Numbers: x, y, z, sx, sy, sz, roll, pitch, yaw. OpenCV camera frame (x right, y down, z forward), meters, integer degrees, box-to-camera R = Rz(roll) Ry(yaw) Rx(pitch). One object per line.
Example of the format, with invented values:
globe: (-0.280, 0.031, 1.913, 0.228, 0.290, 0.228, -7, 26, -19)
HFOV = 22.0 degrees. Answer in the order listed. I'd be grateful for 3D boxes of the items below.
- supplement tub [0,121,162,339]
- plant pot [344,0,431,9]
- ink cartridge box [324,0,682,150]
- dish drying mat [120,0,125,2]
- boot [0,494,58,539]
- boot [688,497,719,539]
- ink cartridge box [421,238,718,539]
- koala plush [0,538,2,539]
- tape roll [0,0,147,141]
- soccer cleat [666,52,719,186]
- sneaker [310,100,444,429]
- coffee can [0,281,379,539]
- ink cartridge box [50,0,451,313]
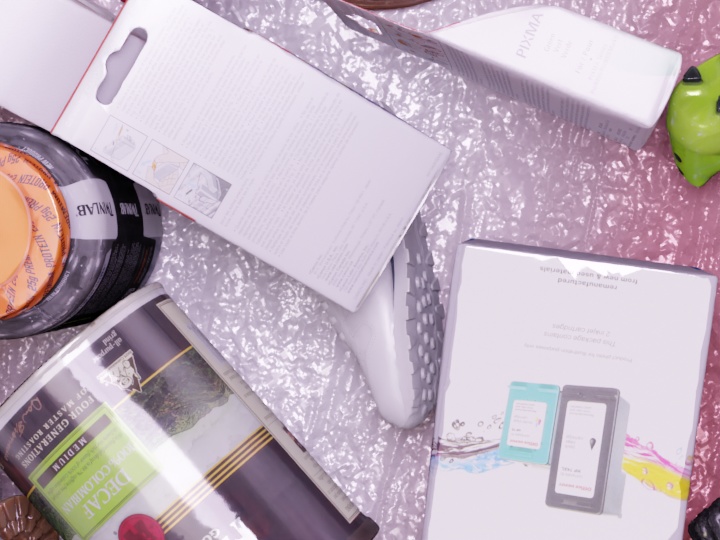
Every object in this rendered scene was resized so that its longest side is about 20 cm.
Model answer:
supplement tub: (-0.194, -0.023, 1.079, 0.122, 0.200, 0.123, 0, 92, 6)
plant pot: (0.005, -0.263, 1.046, 0.200, 0.198, 0.201, 0, 89, 4)
ink cartridge box: (0.082, -0.131, 1.064, 0.200, 0.161, 0.050, 25, 92, 6)
dish drying mat: (-0.109, -0.196, 1.074, 0.018, 0.200, 0.077, -1, 96, -21)
boot: (-0.269, 0.225, 1.158, 0.075, 0.107, 0.200, 42, 67, -34)
boot: (0.237, 0.216, 1.095, 0.211, 0.079, 0.158, -38, 94, -4)
ink cartridge box: (0.118, 0.090, 1.074, 0.146, 0.147, 0.201, 7, 93, 6)
koala plush: (-0.172, 0.258, 1.036, 0.200, 0.177, 0.184, 5, 58, 40)
tape roll: (-0.204, -0.142, 1.077, 0.202, 0.202, 0.071, 31, 94, 5)
soccer cleat: (0.265, -0.118, 1.095, 0.200, 0.081, 0.068, -27, 57, -12)
sneaker: (0.000, 0.000, 1.128, 0.080, 0.076, 0.200, -12, 83, 14)
coffee can: (-0.108, 0.129, 1.101, 0.146, 0.146, 0.200, -43, 86, 6)
ink cartridge box: (-0.062, -0.073, 1.042, 0.200, 0.050, 0.109, 30, 94, -12)
